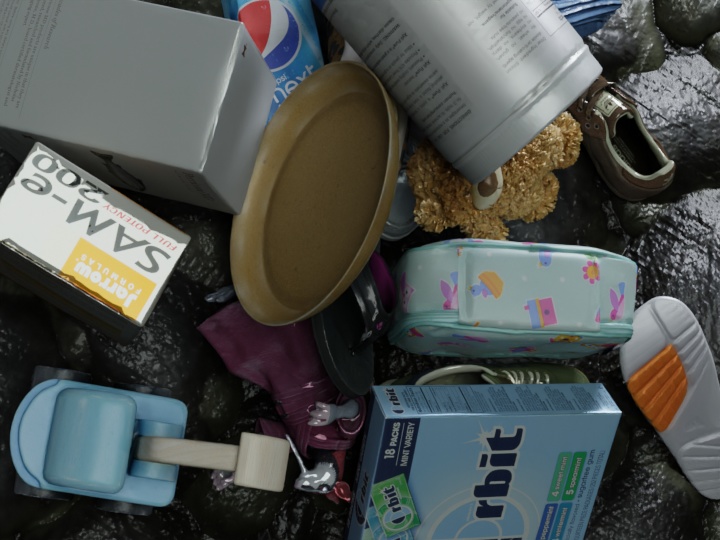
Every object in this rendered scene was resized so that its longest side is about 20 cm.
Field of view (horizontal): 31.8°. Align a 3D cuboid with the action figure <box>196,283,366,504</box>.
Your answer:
[{"bbox_3d":[-0.051,0.095,1.026,0.149,0.132,0.203,-39,111,-57],"label":"action figure"}]

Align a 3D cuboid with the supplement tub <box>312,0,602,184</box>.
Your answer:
[{"bbox_3d":[0.063,-0.178,0.907,0.132,0.132,0.201,-41,93,-15],"label":"supplement tub"}]

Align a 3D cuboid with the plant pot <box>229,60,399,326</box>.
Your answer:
[{"bbox_3d":[-0.032,-0.054,0.930,0.027,0.199,0.203,19,78,-33],"label":"plant pot"}]

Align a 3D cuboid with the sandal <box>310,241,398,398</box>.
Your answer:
[{"bbox_3d":[-0.001,-0.001,0.981,0.075,0.047,0.203,36,46,-44],"label":"sandal"}]

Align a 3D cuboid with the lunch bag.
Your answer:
[{"bbox_3d":[0.122,0.030,1.030,0.196,0.160,0.078,4,77,-7],"label":"lunch bag"}]

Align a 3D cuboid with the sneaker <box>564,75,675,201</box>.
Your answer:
[{"bbox_3d":[0.206,-0.150,1.113,0.070,0.075,0.200,-45,95,-15],"label":"sneaker"}]

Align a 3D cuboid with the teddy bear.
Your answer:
[{"bbox_3d":[0.121,-0.079,1.038,0.067,0.199,0.146,44,103,29],"label":"teddy bear"}]

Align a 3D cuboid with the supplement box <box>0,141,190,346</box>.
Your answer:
[{"bbox_3d":[-0.202,-0.012,0.930,0.125,0.200,0.074,32,77,-8],"label":"supplement box"}]

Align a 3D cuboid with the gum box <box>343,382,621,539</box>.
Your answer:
[{"bbox_3d":[0.093,0.173,1.010,0.197,0.045,0.172,2,119,-17],"label":"gum box"}]

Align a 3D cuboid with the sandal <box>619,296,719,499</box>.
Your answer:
[{"bbox_3d":[0.277,0.111,1.113,0.078,0.059,0.209,-28,111,0],"label":"sandal"}]

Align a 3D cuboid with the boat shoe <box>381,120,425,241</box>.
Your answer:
[{"bbox_3d":[0.064,-0.119,1.079,0.074,0.065,0.203,35,77,-7],"label":"boat shoe"}]

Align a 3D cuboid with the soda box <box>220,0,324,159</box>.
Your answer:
[{"bbox_3d":[-0.073,-0.191,1.052,0.063,0.068,0.203,-12,86,-15],"label":"soda box"}]

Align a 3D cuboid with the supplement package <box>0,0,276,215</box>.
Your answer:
[{"bbox_3d":[-0.179,-0.132,0.961,0.197,0.117,0.119,13,79,12],"label":"supplement package"}]

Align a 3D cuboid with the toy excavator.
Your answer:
[{"bbox_3d":[-0.160,0.131,0.923,0.191,0.200,0.102,11,81,-12],"label":"toy excavator"}]

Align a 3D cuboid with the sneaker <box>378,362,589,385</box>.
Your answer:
[{"bbox_3d":[0.112,0.111,1.050,0.197,0.090,0.068,-2,83,-14],"label":"sneaker"}]

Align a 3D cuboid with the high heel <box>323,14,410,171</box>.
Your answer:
[{"bbox_3d":[0.008,-0.162,1.042,0.070,0.143,0.203,-12,93,7],"label":"high heel"}]

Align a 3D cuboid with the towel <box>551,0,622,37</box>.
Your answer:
[{"bbox_3d":[0.123,-0.227,1.060,0.111,0.049,0.199,38,41,29],"label":"towel"}]
